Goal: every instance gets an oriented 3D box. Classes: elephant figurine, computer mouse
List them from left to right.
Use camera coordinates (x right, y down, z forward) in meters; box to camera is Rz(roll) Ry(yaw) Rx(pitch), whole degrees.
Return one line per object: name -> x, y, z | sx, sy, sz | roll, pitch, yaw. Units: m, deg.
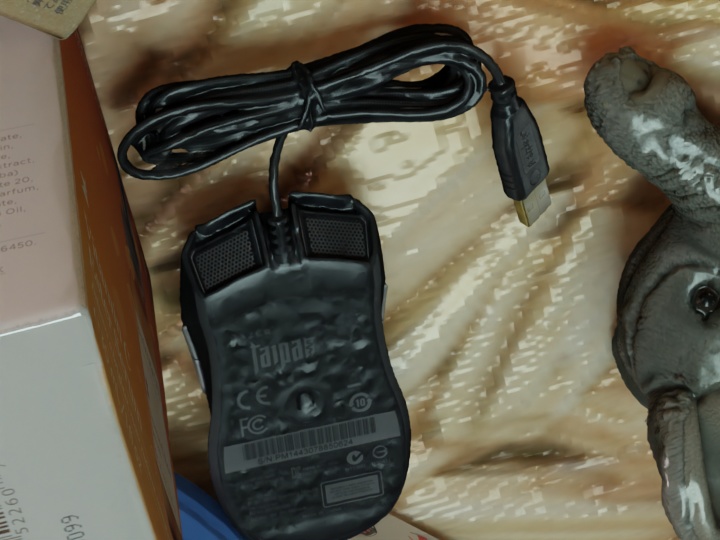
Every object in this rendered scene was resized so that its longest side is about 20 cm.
computer mouse -> 0.000, 0.000, 1.015 | 0.139, 0.046, 0.201 | -17, 124, -4
elephant figurine -> 0.144, 0.032, 1.031 | 0.199, 0.156, 0.141 | 14, 168, -9

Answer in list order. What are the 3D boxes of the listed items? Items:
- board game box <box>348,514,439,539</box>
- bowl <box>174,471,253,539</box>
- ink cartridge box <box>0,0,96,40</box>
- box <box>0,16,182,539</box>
board game box -> 0.014, 0.164, 1.148 | 0.199, 0.035, 0.126 | 29, 118, -30
bowl -> -0.122, 0.148, 1.075 | 0.199, 0.039, 0.202 | 2, 124, 3
ink cartridge box -> -0.100, -0.179, 0.807 | 0.164, 0.075, 0.200 | 20, 121, -39
box -> -0.122, 0.018, 0.898 | 0.106, 0.201, 0.153 | -13, 130, 1
